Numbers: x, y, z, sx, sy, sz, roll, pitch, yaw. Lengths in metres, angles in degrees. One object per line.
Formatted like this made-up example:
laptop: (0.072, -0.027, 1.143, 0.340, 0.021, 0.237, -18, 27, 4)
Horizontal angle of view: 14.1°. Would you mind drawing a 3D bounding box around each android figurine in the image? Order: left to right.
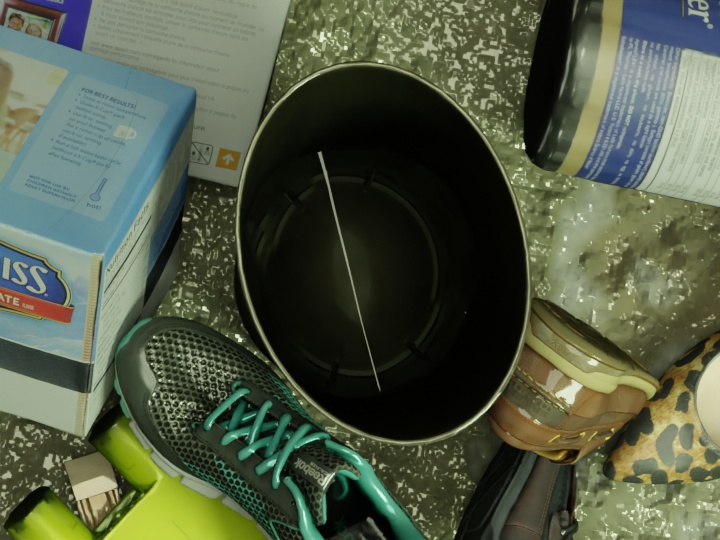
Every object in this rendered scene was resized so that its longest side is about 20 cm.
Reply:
android figurine: (-0.082, 0.166, 1.467, 0.200, 0.041, 0.182, 46, 76, -15)

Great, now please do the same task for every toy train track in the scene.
toy train track: (-0.112, 0.191, 1.497, 0.114, 0.033, 0.201, -18, 89, -8)

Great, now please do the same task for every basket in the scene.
basket: (0.000, 0.000, 1.440, 0.135, 0.200, 0.181, -15, 87, -7)

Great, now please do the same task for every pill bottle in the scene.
pill bottle: (0.192, -0.088, 1.516, 0.199, 0.112, 0.112, 11, 85, -7)

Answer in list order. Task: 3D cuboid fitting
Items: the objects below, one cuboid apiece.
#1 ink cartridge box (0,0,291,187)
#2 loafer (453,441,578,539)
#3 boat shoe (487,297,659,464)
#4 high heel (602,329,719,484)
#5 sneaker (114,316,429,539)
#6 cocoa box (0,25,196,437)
ink cartridge box: (-0.130, -0.153, 1.462, 0.197, 0.043, 0.201, 13, 122, -6)
loafer: (0.078, 0.155, 1.471, 0.063, 0.072, 0.200, 33, 43, -7)
boat shoe: (0.100, 0.059, 1.458, 0.072, 0.200, 0.068, 36, 94, 13)
high heel: (0.221, 0.057, 1.493, 0.199, 0.143, 0.072, -27, 90, -8)
sneaker: (-0.032, 0.092, 1.380, 0.200, 0.091, 0.078, 43, 69, -2)
cocoa box: (-0.196, -0.034, 1.411, 0.199, 0.132, 0.134, 18, 46, 7)
